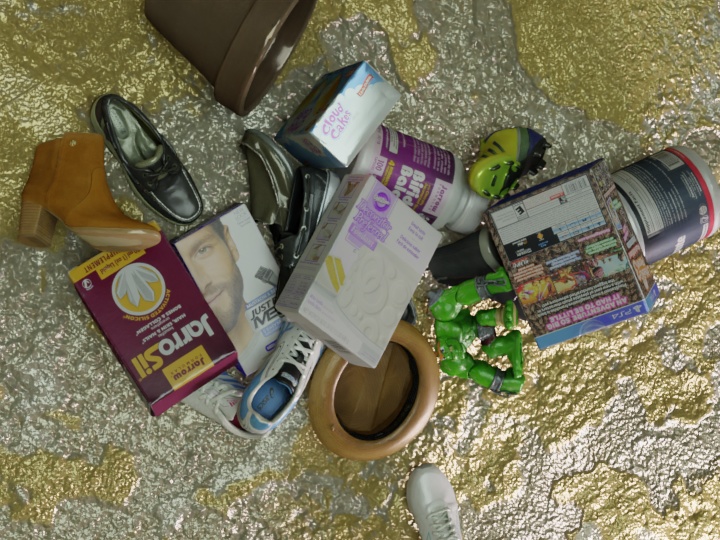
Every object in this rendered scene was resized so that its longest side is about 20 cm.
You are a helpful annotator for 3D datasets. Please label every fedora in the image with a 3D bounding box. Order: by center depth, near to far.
[{"bbox_3d":[0.010,0.153,1.718,0.199,0.082,0.203,-6,106,-20],"label":"fedora"}]

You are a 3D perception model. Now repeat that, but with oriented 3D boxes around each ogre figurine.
[{"bbox_3d":[0.158,0.087,1.741,0.119,0.201,0.099,-2,54,16],"label":"ogre figurine"}]

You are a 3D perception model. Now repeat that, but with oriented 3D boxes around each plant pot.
[{"bbox_3d":[-0.169,-0.324,1.595,0.174,0.200,0.201,32,84,0],"label":"plant pot"}]

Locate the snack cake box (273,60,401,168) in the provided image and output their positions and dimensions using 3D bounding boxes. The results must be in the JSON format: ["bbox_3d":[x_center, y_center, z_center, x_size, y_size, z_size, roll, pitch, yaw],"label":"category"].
[{"bbox_3d":[-0.033,-0.194,1.624,0.067,0.200,0.115,41,82,-15],"label":"snack cake box"}]

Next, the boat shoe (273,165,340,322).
[{"bbox_3d":[-0.081,-0.036,1.628,0.056,0.069,0.202,17,86,-24],"label":"boat shoe"}]

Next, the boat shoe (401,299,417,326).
[{"bbox_3d":[0.018,-0.006,1.715,0.072,0.071,0.201,-44,108,-21],"label":"boat shoe"}]

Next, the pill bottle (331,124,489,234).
[{"bbox_3d":[0.069,-0.118,1.704,0.199,0.112,0.113,18,88,-19],"label":"pill bottle"}]

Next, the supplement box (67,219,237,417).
[{"bbox_3d":[-0.259,0.061,1.595,0.130,0.103,0.201,-33,82,-13],"label":"supplement box"}]

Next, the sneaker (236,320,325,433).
[{"bbox_3d":[-0.087,0.121,1.627,0.072,0.072,0.201,37,71,-21],"label":"sneaker"}]

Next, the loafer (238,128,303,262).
[{"bbox_3d":[-0.113,-0.090,1.672,0.069,0.075,0.201,-29,102,-17],"label":"loafer"}]

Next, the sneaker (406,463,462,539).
[{"bbox_3d":[0.116,0.367,1.772,0.070,0.080,0.202,-14,96,-13],"label":"sneaker"}]

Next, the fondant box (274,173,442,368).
[{"bbox_3d":[0.000,0.000,1.610,0.144,0.058,0.201,37,71,-33],"label":"fondant box"}]

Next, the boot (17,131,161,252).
[{"bbox_3d":[-0.326,-0.101,1.558,0.199,0.071,0.145,2,70,18],"label":"boot"}]

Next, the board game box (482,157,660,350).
[{"bbox_3d":[0.279,-0.022,1.677,0.158,0.097,0.201,-21,95,25],"label":"board game box"}]

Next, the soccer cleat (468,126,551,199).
[{"bbox_3d":[0.185,-0.148,1.718,0.083,0.200,0.065,28,122,22],"label":"soccer cleat"}]

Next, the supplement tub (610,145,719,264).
[{"bbox_3d":[0.393,-0.079,1.791,0.199,0.140,0.141,-24,100,-13],"label":"supplement tub"}]

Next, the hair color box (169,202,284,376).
[{"bbox_3d":[-0.157,0.024,1.674,0.109,0.065,0.201,-31,100,-13],"label":"hair color box"}]

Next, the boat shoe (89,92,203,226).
[{"bbox_3d":[-0.271,-0.140,1.626,0.072,0.066,0.201,-38,103,-11],"label":"boat shoe"}]

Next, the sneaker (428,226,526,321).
[{"bbox_3d":[0.181,0.012,1.779,0.200,0.106,0.075,46,43,-39],"label":"sneaker"}]

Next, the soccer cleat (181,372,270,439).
[{"bbox_3d":[-0.194,0.155,1.659,0.199,0.086,0.070,32,85,-16],"label":"soccer cleat"}]
